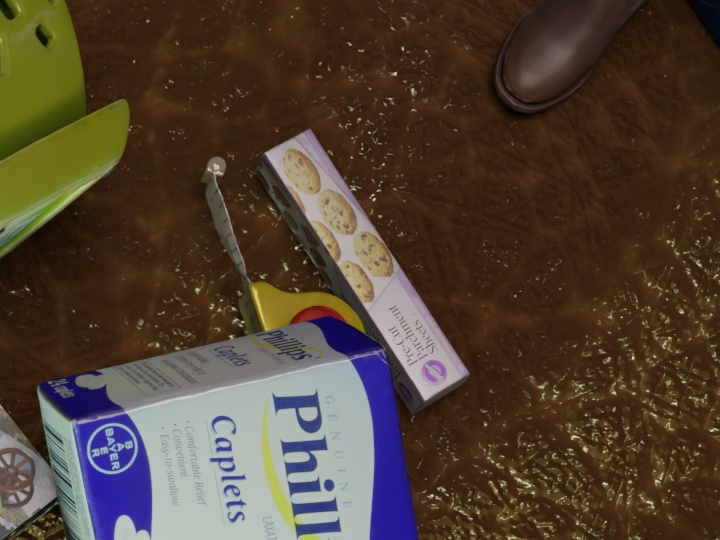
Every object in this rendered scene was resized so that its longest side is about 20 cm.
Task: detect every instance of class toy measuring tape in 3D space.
[{"bbox_3d":[-0.043,0.015,1.557,0.073,0.074,0.200,-15,76,-18],"label":"toy measuring tape"}]

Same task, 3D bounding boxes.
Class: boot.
[{"bbox_3d":[0.176,-0.209,1.614,0.064,0.200,0.186,40,67,2],"label":"boot"}]

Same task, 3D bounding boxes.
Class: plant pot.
[{"bbox_3d":[-0.272,-0.084,1.440,0.182,0.199,0.200,54,36,-1],"label":"plant pot"}]

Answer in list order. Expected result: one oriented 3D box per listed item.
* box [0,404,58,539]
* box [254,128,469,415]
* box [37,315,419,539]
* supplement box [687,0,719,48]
[{"bbox_3d":[-0.297,0.103,1.479,0.137,0.038,0.200,-38,84,-22],"label":"box"},{"bbox_3d":[0.000,0.000,1.587,0.041,0.039,0.200,-29,81,-20],"label":"box"},{"bbox_3d":[-0.076,0.143,1.450,0.200,0.105,0.184,-13,102,-18],"label":"box"},{"bbox_3d":[0.379,-0.188,1.693,0.200,0.134,0.200,-29,81,-21],"label":"supplement box"}]
